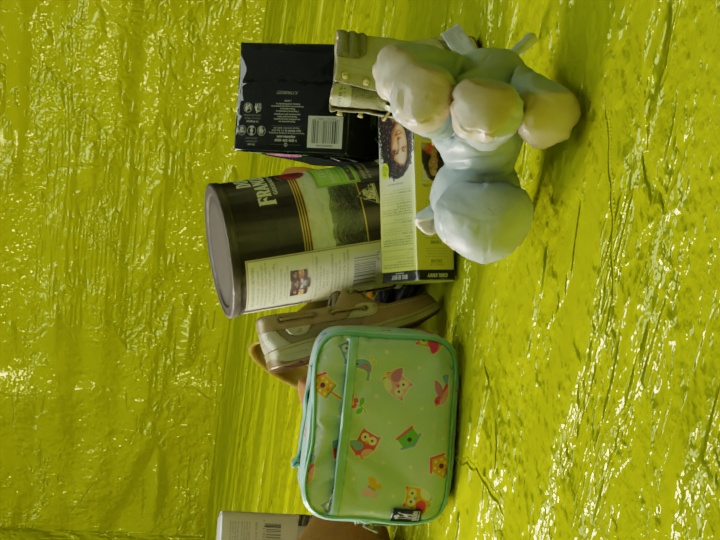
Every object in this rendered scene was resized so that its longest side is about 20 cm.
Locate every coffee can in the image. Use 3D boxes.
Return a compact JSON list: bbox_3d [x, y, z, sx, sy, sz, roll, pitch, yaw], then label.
[{"bbox_3d":[-0.061,-0.036,1.610,0.146,0.197,0.148,171,90,-75],"label":"coffee can"}]

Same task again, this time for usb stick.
[{"bbox_3d":[0.048,0.016,1.684,0.200,0.032,0.056,116,149,-65],"label":"usb stick"}]

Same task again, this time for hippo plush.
[{"bbox_3d":[0.079,-0.097,1.193,0.200,0.157,0.163,-108,25,-63],"label":"hippo plush"}]

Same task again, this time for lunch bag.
[{"bbox_3d":[0.013,0.157,1.459,0.077,0.158,0.203,-167,82,-80],"label":"lunch bag"}]

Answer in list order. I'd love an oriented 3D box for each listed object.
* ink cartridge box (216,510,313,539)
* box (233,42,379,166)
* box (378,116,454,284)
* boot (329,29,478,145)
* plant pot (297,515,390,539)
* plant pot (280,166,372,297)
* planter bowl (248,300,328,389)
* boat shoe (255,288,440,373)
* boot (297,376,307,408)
[{"bbox_3d":[-0.078,0.373,1.779,0.086,0.197,0.149,130,144,-75],"label":"ink cartridge box"},{"bbox_3d":[-0.036,-0.188,1.692,0.200,0.147,0.126,1,-86,-67],"label":"box"},{"bbox_3d":[0.057,-0.087,1.519,0.075,0.050,0.203,-8,84,59],"label":"box"},{"bbox_3d":[0.045,-0.156,1.416,0.072,0.152,0.202,106,164,-49],"label":"boot"},{"bbox_3d":[-0.029,0.375,1.638,0.187,0.184,0.202,108,176,-52],"label":"plant pot"},{"bbox_3d":[-0.062,-0.046,1.936,0.200,0.198,0.142,136,154,-75],"label":"plant pot"},{"bbox_3d":[-0.023,0.088,1.672,0.201,0.198,0.084,123,168,-70],"label":"planter bowl"},{"bbox_3d":[-0.011,0.049,1.527,0.071,0.198,0.065,133,120,-67],"label":"boat shoe"},{"bbox_3d":[-0.016,0.142,1.599,0.155,0.077,0.201,33,159,48],"label":"boot"}]
